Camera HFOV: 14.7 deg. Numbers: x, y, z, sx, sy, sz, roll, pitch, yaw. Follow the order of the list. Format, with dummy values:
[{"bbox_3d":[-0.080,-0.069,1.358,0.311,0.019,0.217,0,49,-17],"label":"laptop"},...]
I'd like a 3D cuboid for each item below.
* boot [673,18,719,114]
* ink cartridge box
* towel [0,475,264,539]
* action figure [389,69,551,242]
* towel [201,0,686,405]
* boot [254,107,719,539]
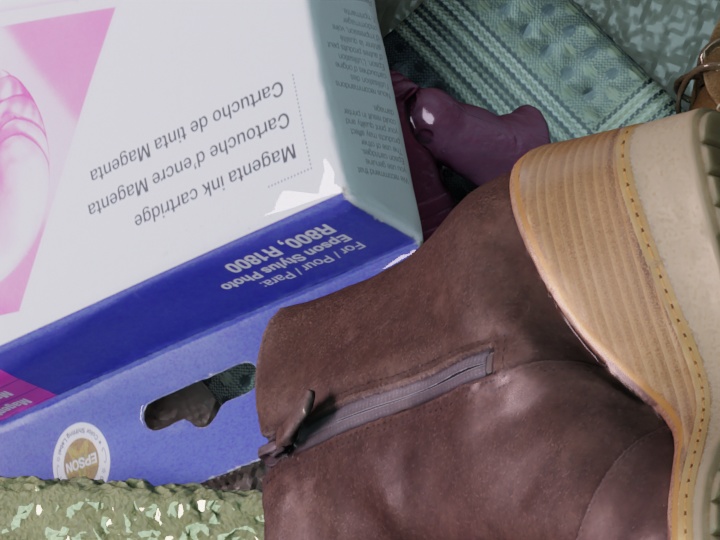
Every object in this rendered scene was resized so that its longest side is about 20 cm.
[{"bbox_3d":[0.116,-0.039,0.881,0.076,0.200,0.074,54,141,15],"label":"boot"},{"bbox_3d":[-0.074,-0.032,0.882,0.196,0.043,0.201,-24,68,36],"label":"ink cartridge box"},{"bbox_3d":[-0.105,0.134,0.859,0.199,0.036,0.149,-2,77,12],"label":"towel"},{"bbox_3d":[0.000,0.000,0.886,0.133,0.149,0.201,-15,95,16],"label":"action figure"},{"bbox_3d":[0.048,0.017,0.959,0.193,0.035,0.200,-43,77,5],"label":"towel"},{"bbox_3d":[0.045,0.068,0.728,0.166,0.072,0.201,-29,53,37],"label":"boot"}]
